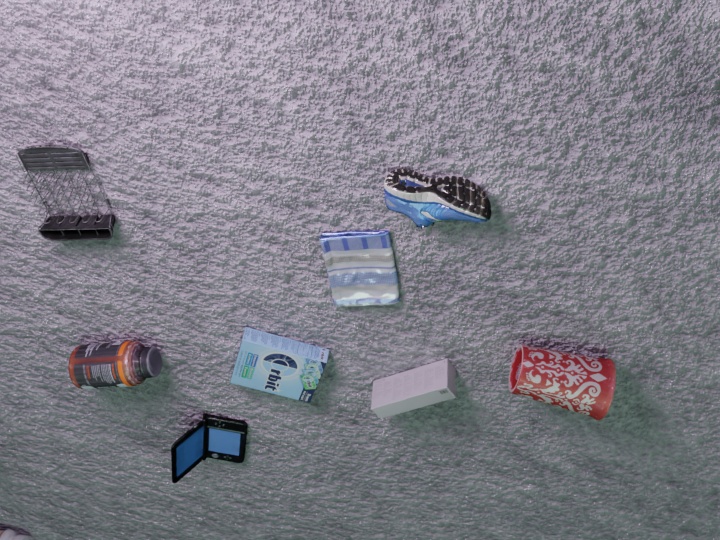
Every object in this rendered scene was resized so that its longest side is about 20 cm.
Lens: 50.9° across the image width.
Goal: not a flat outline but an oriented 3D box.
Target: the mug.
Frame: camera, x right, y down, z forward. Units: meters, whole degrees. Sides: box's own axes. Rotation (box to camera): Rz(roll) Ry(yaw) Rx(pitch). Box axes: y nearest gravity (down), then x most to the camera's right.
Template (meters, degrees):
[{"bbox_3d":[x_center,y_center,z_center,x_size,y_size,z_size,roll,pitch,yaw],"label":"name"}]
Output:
[{"bbox_3d":[0.427,0.250,1.649,0.199,0.134,0.178,13,133,-1],"label":"mug"}]

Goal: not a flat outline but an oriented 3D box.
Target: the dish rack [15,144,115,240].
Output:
[{"bbox_3d":[-0.564,-0.148,1.442,0.152,0.055,0.201,-2,134,8],"label":"dish rack"}]

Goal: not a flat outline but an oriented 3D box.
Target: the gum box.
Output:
[{"bbox_3d":[-0.190,0.223,1.762,0.199,0.045,0.170,16,134,-7],"label":"gum box"}]

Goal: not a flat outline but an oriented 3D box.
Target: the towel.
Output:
[{"bbox_3d":[0.000,0.000,1.532,0.146,0.024,0.201,-2,134,9],"label":"towel"}]

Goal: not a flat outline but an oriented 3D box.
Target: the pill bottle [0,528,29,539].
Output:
[{"bbox_3d":[-1.233,0.928,2.553,0.199,0.111,0.111,5,135,3],"label":"pill bottle"}]

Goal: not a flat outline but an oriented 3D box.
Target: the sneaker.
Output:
[{"bbox_3d":[0.138,-0.121,1.368,0.199,0.079,0.089,15,142,5],"label":"sneaker"}]

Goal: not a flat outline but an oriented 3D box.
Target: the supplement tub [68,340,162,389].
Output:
[{"bbox_3d":[-0.570,0.220,1.769,0.199,0.107,0.107,-5,134,13],"label":"supplement tub"}]

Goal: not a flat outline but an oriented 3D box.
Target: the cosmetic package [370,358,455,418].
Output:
[{"bbox_3d":[0.122,0.274,1.745,0.199,0.083,0.051,-21,131,26],"label":"cosmetic package"}]

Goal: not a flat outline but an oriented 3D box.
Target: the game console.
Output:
[{"bbox_3d":[-0.397,0.481,1.995,0.175,0.117,0.201,11,135,-3],"label":"game console"}]
